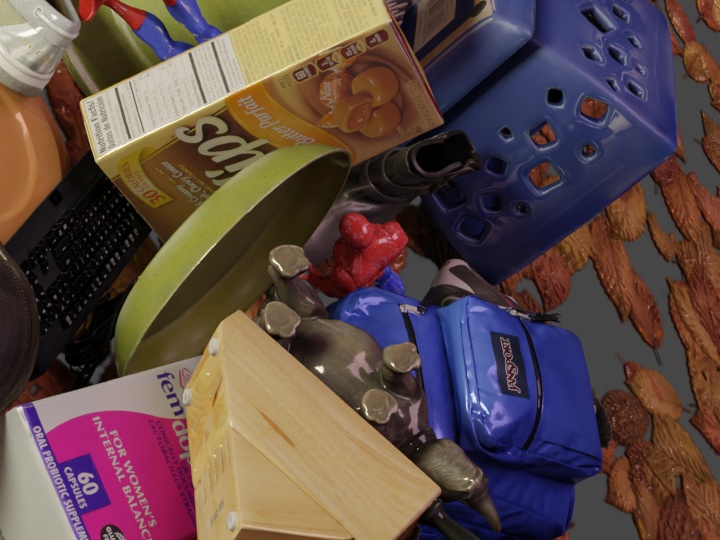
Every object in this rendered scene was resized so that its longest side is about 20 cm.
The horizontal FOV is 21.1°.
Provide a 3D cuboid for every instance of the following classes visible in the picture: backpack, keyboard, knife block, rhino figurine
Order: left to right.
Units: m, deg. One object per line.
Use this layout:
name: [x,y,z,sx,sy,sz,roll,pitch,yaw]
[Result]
keyboard: [-0.160,-0.005,1.186,0.200,0.040,0.104,-62,138,-58]
knife block: [-0.001,0.128,1.056,0.175,0.064,0.200,10,46,-23]
rhino figurine: [0.009,0.078,1.105,0.200,0.087,0.060,43,66,11]
backpack: [0.042,0.089,1.239,0.200,0.168,0.163,16,49,-37]

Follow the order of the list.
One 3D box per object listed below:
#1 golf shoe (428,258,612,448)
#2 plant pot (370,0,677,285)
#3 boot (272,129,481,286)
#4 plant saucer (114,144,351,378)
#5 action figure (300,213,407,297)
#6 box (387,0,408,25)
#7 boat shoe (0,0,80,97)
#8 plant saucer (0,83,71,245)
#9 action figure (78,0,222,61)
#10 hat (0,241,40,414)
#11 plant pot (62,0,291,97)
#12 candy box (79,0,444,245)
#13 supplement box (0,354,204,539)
golf shoe: [0.129,0.069,1.508,0.200,0.077,0.088,45,29,-25]
plant pot: [0.116,-0.144,1.520,0.180,0.200,0.200,37,32,-22]
boot: [-0.004,-0.055,1.370,0.200,0.131,0.068,-26,88,-56]
plant saucer: [-0.084,-0.008,1.178,0.031,0.200,0.200,42,33,10]
action figure: [0.000,0.000,1.305,0.052,0.065,0.200,50,-9,11]
box: [-0.012,-0.216,1.527,0.082,0.068,0.200,42,40,-25]
boat shoe: [-0.218,-0.195,1.229,0.074,0.065,0.202,31,28,-38]
plant saucer: [-0.250,-0.075,1.159,0.200,0.032,0.200,32,43,-36]
action figure: [-0.091,-0.130,1.246,0.200,0.065,0.052,31,36,-41]
hat: [-0.255,0.007,0.993,0.200,0.081,0.201,12,46,-13]
plant pot: [-0.081,-0.203,1.324,0.200,0.190,0.200,32,44,-36]
candy box: [-0.060,-0.099,1.212,0.115,0.200,0.055,56,11,-54]
supplement box: [-0.138,0.120,1.106,0.200,0.103,0.101,-15,77,-56]
